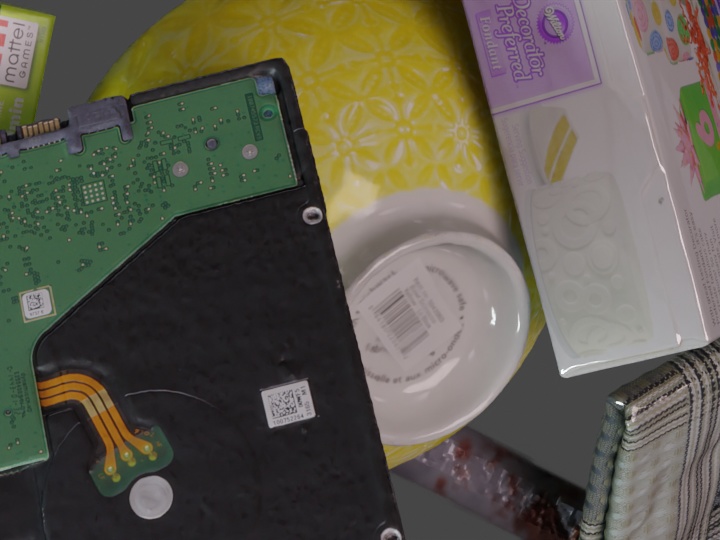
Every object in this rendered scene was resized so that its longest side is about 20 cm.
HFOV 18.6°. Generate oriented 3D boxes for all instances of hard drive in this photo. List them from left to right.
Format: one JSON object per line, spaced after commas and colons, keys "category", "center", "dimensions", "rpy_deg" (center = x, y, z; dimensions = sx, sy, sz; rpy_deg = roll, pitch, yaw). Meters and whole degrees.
{"category": "hard drive", "center": [-0.065, 0.044, 0.657], "dimensions": [0.139, 0.038, 0.201], "rpy_deg": [-15, 67, -1]}

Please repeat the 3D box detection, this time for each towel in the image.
{"category": "towel", "center": [0.171, 0.084, 0.905], "dimensions": [0.192, 0.035, 0.201], "rpy_deg": [-25, 141, -24]}

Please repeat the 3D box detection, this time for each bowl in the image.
{"category": "bowl", "center": [0.000, 0.000, 0.767], "dimensions": [0.199, 0.108, 0.201], "rpy_deg": [-13, 120, -23]}

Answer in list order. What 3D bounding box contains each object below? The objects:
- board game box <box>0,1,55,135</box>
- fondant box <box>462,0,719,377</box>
{"category": "board game box", "center": [-0.205, -0.052, 0.698], "dimensions": [0.199, 0.048, 0.102], "rpy_deg": [9, 96, -31]}
{"category": "fondant box", "center": [0.113, -0.054, 0.798], "dimensions": [0.200, 0.058, 0.145], "rpy_deg": [-19, 94, -64]}
